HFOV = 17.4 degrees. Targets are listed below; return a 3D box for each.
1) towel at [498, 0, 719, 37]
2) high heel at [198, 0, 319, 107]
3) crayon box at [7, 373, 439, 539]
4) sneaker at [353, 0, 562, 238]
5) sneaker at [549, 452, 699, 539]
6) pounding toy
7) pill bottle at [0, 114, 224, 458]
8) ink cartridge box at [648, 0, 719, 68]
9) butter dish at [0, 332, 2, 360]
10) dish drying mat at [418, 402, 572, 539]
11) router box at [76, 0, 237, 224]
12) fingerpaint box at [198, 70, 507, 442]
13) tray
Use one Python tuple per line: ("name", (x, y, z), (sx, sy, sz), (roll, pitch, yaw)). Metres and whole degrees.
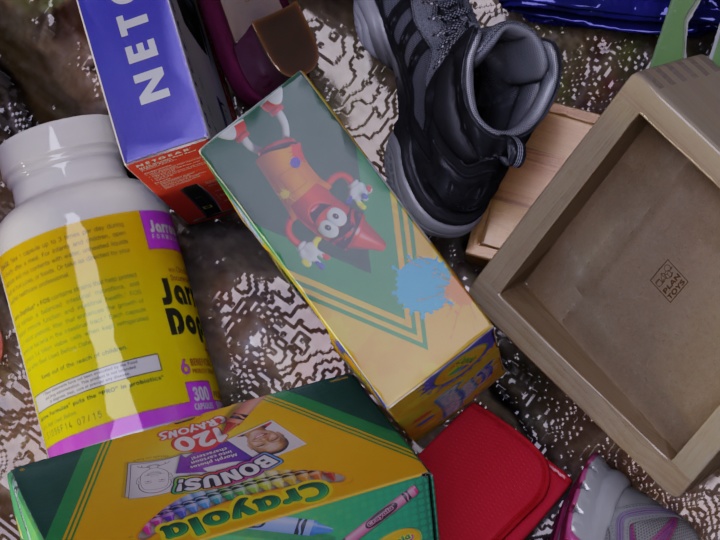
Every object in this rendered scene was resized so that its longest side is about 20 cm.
("towel", (0.161, -0.237, 1.371), (0.146, 0.050, 0.202), (7, 82, 0))
("high heel", (-0.084, -0.186, 1.350), (0.067, 0.096, 0.202), (-17, 85, -19))
("crayon box", (-0.072, 0.128, 1.228), (0.198, 0.119, 0.059), (-15, 118, -16))
("sneaker", (0.057, -0.128, 1.312), (0.075, 0.114, 0.202), (5, 66, -29))
("sneaker", (0.134, 0.199, 1.269), (0.088, 0.082, 0.201), (20, 63, 1))
("pounding toy", (0.189, 0.022, 1.250), (0.200, 0.142, 0.185), (44, 117, 14))
("pill bottle", (-0.146, 0.018, 1.331), (0.103, 0.104, 0.202), (-17, 81, 3))
("ink cartridge box", (0.261, -0.101, 1.304), (0.198, 0.059, 0.105), (18, 74, 8))
("butter dish", (-0.332, 0.003, 1.331), (0.199, 0.148, 0.201), (-26, 81, 1))
("dish drying mat", (0.029, 0.156, 1.288), (0.077, 0.018, 0.200), (37, 60, 18))
("router box", (-0.118, -0.139, 1.314), (0.048, 0.180, 0.202), (-18, 81, 3))
("fingerpaint box", (0.000, 0.000, 1.271), (0.073, 0.200, 0.167), (-37, 80, -1))
("tray", (0.168, -0.028, 1.342), (0.198, 0.037, 0.100), (15, 83, 7))
